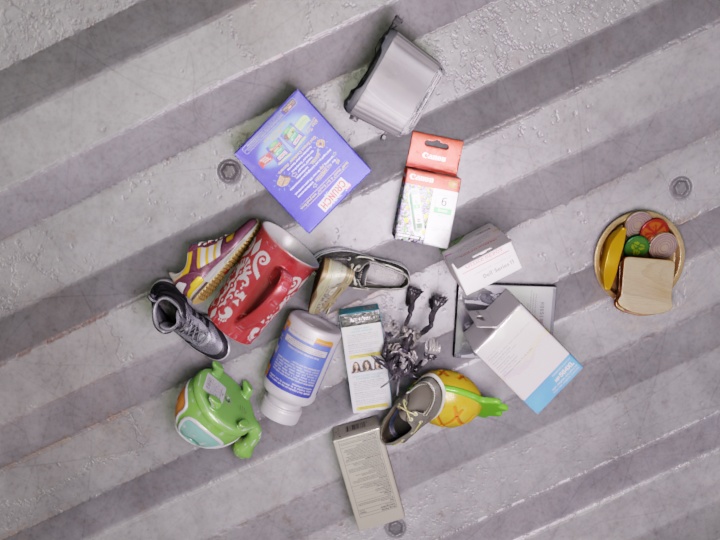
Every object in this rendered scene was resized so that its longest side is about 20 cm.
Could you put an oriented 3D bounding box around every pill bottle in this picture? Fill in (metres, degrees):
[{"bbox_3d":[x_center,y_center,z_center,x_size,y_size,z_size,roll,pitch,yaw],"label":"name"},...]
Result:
[{"bbox_3d":[-0.122,0.189,1.556,0.110,0.112,0.203,23,99,-7],"label":"pill bottle"}]

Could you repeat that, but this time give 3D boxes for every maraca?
[{"bbox_3d":[0.188,0.255,1.578,0.196,0.137,0.109,12,69,-2],"label":"maraca"}]

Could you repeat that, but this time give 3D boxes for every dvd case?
[{"bbox_3d":[0.285,0.101,1.601,0.196,0.025,0.153,2,101,-4],"label":"dvd case"}]

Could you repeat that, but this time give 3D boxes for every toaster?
[{"bbox_3d":[0.065,-0.339,1.461,0.128,0.114,0.202,30,97,-12],"label":"toaster"}]

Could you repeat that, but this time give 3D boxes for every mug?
[{"bbox_3d":[-0.193,0.030,1.495,0.133,0.177,0.201,40,102,5],"label":"mug"}]

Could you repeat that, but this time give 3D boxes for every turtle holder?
[{"bbox_3d":[-0.276,0.279,1.569,0.131,0.142,0.185,-38,141,20],"label":"turtle holder"}]

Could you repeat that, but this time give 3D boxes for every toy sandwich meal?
[{"bbox_3d":[0.546,-0.012,1.566,0.201,0.070,0.210,-1,101,-2],"label":"toy sandwich meal"}]

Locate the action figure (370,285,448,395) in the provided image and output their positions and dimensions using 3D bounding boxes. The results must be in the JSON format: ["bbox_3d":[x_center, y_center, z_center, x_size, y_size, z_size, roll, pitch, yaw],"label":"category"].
[{"bbox_3d":[0.093,0.130,1.528,0.117,0.102,0.203,21,71,1],"label":"action figure"}]

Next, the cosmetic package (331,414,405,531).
[{"bbox_3d":[0.016,0.407,1.626,0.103,0.071,0.204,-14,102,0],"label":"cosmetic package"}]

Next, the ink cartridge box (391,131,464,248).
[{"bbox_3d":[0.131,-0.152,1.530,0.107,0.050,0.204,10,101,-4],"label":"ink cartridge box"}]

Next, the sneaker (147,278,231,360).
[{"bbox_3d":[-0.329,0.107,1.529,0.075,0.114,0.200,-42,100,6],"label":"sneaker"}]

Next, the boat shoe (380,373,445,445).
[{"bbox_3d":[0.096,0.267,1.517,0.072,0.060,0.203,51,138,20],"label":"boat shoe"}]

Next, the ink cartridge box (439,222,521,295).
[{"bbox_3d":[0.221,-0.020,1.484,0.116,0.200,0.068,-27,102,3],"label":"ink cartridge box"}]

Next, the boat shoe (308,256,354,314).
[{"bbox_3d":[-0.057,0.038,1.492,0.061,0.200,0.075,12,71,-6],"label":"boat shoe"}]

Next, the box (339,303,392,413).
[{"bbox_3d":[0.010,0.173,1.590,0.081,0.049,0.204,-8,102,-1],"label":"box"}]

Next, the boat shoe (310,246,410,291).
[{"bbox_3d":[0.000,0.000,1.547,0.196,0.064,0.072,7,101,-3],"label":"boat shoe"}]

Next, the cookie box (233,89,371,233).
[{"bbox_3d":[-0.106,-0.201,1.497,0.171,0.075,0.200,-43,100,6],"label":"cookie box"}]

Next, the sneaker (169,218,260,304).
[{"bbox_3d":[-0.275,-0.037,1.524,0.090,0.075,0.200,41,86,8],"label":"sneaker"}]

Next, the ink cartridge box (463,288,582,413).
[{"bbox_3d":[0.296,0.142,1.531,0.125,0.129,0.200,-45,100,6],"label":"ink cartridge box"}]
